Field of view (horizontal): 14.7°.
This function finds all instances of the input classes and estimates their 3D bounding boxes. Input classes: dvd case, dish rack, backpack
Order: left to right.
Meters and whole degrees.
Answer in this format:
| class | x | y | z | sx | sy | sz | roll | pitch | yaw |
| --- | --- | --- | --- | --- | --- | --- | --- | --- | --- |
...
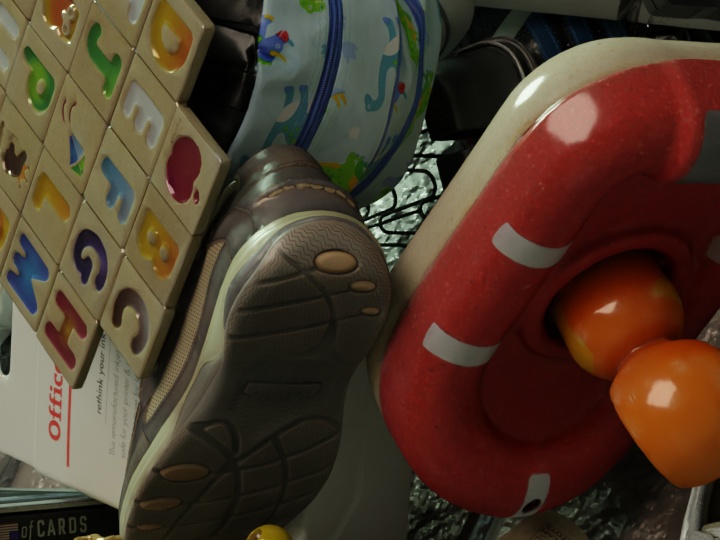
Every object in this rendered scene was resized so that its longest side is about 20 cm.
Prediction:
| class | x | y | z | sx | sy | sz | roll | pitch | yaw |
| --- | --- | --- | --- | --- | --- | --- | --- | --- | --- |
| dvd case | -0.194 | 0.110 | 1.197 | 0.150 | 0.200 | 0.025 | -2 | 88 | 41 |
| backpack | -0.065 | -0.088 | 1.091 | 0.200 | 0.153 | 0.164 | 10 | 84 | 64 |
| dish rack | 0.000 | 0.000 | 1.157 | 0.200 | 0.054 | 0.154 | -16 | 86 | 43 |

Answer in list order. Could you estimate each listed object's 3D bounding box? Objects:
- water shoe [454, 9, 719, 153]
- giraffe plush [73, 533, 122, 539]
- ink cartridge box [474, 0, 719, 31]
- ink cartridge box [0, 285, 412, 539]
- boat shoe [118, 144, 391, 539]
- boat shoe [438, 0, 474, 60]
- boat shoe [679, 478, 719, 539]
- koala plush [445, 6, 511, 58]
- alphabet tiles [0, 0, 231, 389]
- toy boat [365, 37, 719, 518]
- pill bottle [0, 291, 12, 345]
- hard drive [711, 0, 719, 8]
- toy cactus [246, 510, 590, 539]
| class | x | y | z | sx | sy | sz | roll | pitch | yaw |
| --- | --- | --- | --- | --- | --- | --- | --- | --- | --- |
| water shoe | 0.108 | -0.093 | 1.169 | 0.079 | 0.071 | 0.200 | 12 | 69 | 43 |
| giraffe plush | -0.123 | 0.176 | 1.117 | 0.162 | 0.200 | 0.173 | -23 | 35 | -15 |
| ink cartridge box | 0.128 | -0.165 | 1.089 | 0.199 | 0.145 | 0.084 | 7 | 63 | 13 |
| ink cartridge box | -0.071 | 0.041 | 1.148 | 0.200 | 0.067 | 0.117 | 19 | 112 | 39 |
| boat shoe | -0.042 | 0.033 | 1.036 | 0.200 | 0.074 | 0.073 | 120 | 147 | -42 |
| boat shoe | -0.024 | -0.093 | 1.187 | 0.057 | 0.069 | 0.200 | -50 | 18 | -26 |
| boat shoe | 0.148 | 0.077 | 0.997 | 0.074 | 0.065 | 0.202 | -4 | 56 | 41 |
| koala plush | 0.012 | -0.174 | 1.252 | 0.183 | 0.178 | 0.200 | -26 | 38 | 4 |
| alphabet tiles | -0.114 | -0.061 | 1.052 | 0.200 | 0.006 | 0.167 | 51 | 131 | 36 |
| toy boat | 0.093 | 0.021 | 0.983 | 0.200 | 0.130 | 0.131 | -57 | 47 | 37 |
| pill bottle | -0.240 | 0.005 | 1.379 | 0.200 | 0.113 | 0.113 | -22 | 46 | 29 |
| hard drive | 0.215 | -0.102 | 0.950 | 0.140 | 0.038 | 0.200 | -47 | 69 | 1 |
| toy cactus | 0.025 | 0.145 | 1.023 | 0.200 | 0.102 | 0.165 | 26 | 53 | 29 |
